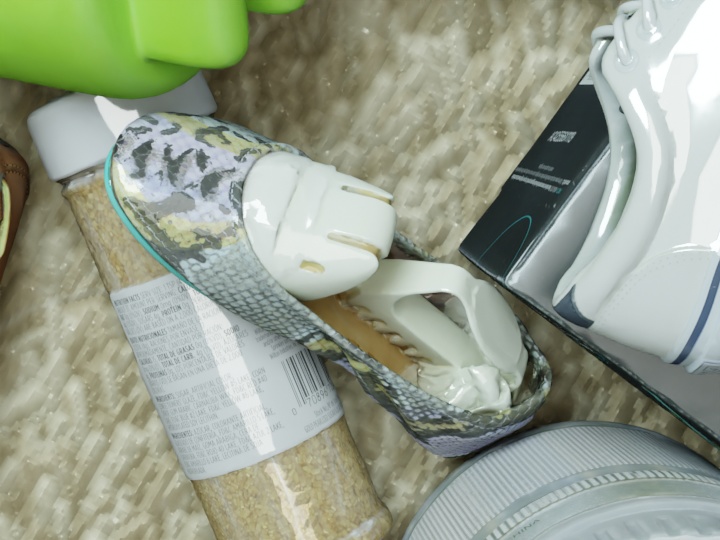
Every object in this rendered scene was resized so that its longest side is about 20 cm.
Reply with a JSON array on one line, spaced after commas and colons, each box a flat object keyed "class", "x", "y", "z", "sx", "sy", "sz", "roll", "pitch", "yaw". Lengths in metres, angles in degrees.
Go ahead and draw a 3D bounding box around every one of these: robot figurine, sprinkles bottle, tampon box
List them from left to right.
[{"class": "robot figurine", "x": -0.117, "y": -0.124, "z": 0.738, "sx": 0.199, "sy": 0.176, "sz": 0.116, "roll": 12, "pitch": 128, "yaw": 26}, {"class": "sprinkles bottle", "x": -0.056, "y": 0.020, "z": 0.798, "sx": 0.068, "sy": 0.068, "sz": 0.200, "roll": -23, "pitch": 96, "yaw": -3}, {"class": "tampon box", "x": 0.157, "y": 0.006, "z": 0.773, "sx": 0.200, "sy": 0.150, "sz": 0.126, "roll": 36, "pitch": 91, "yaw": -6}]

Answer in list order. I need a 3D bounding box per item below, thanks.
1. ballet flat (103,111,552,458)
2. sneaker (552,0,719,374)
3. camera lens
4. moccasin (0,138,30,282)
[{"class": "ballet flat", "x": 0.000, "y": 0.000, "z": 0.762, "sx": 0.200, "sy": 0.072, "sz": 0.072, "roll": 38, "pitch": 91, "yaw": -32}, {"class": "sneaker", "x": 0.109, "y": -0.069, "z": 0.654, "sx": 0.071, "sy": 0.073, "sz": 0.201, "roll": 13, "pitch": 91, "yaw": -5}, {"class": "camera lens", "x": 0.093, "y": 0.143, "z": 0.752, "sx": 0.159, "sy": 0.200, "sz": 0.161, "roll": 0, "pitch": 94, "yaw": -4}, {"class": "moccasin", "x": -0.174, "y": 0.043, "z": 0.785, "sx": 0.073, "sy": 0.078, "sz": 0.202, "roll": 26, "pitch": 92, "yaw": -6}]
